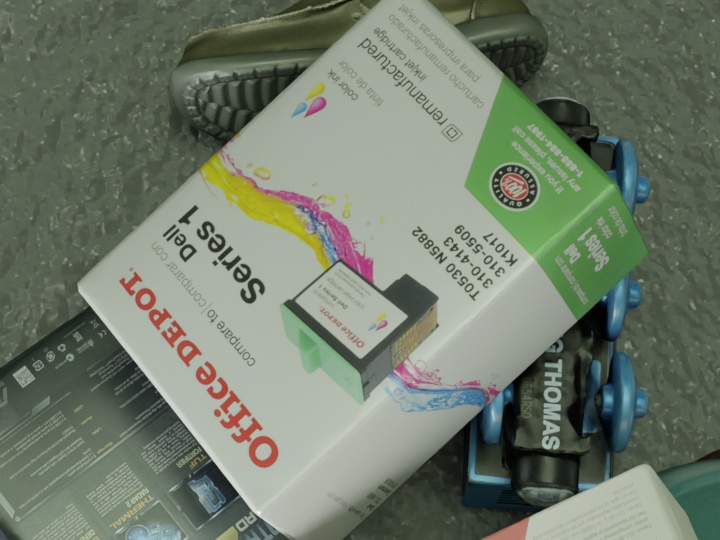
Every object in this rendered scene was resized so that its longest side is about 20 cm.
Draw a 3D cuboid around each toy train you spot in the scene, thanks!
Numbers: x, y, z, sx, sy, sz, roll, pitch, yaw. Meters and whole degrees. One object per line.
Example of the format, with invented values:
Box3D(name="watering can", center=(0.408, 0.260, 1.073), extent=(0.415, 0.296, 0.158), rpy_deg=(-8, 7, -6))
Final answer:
Box3D(name="toy train", center=(0.089, 0.020, 0.831), extent=(0.086, 0.114, 0.201), rpy_deg=(4, 70, -1))

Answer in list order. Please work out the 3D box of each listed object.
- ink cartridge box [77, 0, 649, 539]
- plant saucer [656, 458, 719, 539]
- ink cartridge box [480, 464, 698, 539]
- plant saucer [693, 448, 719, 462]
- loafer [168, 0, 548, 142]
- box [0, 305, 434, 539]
Box3D(name="ink cartridge box", center=(0.000, 0.000, 0.750), extent=(0.200, 0.084, 0.145), rpy_deg=(-43, 64, 0))
Box3D(name="plant saucer", center=(0.188, 0.160, 0.763), extent=(0.199, 0.027, 0.201), rpy_deg=(5, 48, -6))
Box3D(name="ink cartridge box", center=(0.106, 0.193, 0.676), extent=(0.116, 0.068, 0.201), rpy_deg=(-26, 54, 11))
Box3D(name="plant saucer", center=(0.221, 0.174, 0.831), extent=(0.199, 0.035, 0.201), rpy_deg=(2, 71, -5))
Box3D(name="loafer", center=(-0.004, -0.117, 0.903), extent=(0.199, 0.075, 0.070), rpy_deg=(-9, 59, -13))
Box3D(name="box", center=(-0.081, 0.081, 0.827), extent=(0.200, 0.051, 0.158), rpy_deg=(-38, 76, -17))
